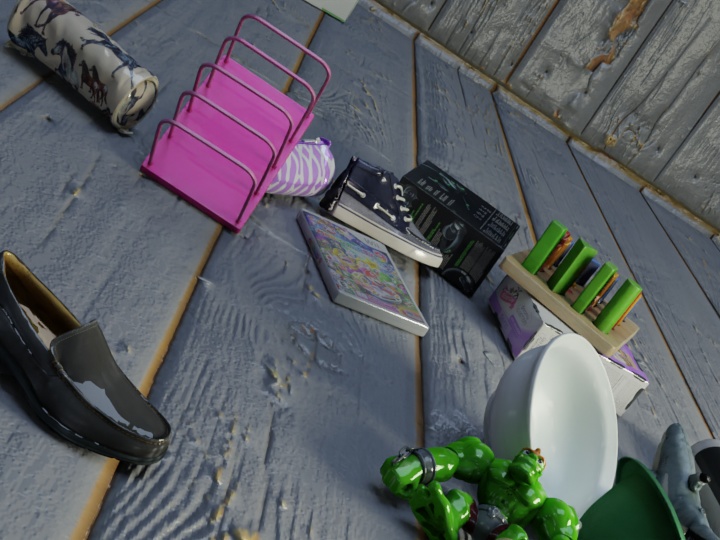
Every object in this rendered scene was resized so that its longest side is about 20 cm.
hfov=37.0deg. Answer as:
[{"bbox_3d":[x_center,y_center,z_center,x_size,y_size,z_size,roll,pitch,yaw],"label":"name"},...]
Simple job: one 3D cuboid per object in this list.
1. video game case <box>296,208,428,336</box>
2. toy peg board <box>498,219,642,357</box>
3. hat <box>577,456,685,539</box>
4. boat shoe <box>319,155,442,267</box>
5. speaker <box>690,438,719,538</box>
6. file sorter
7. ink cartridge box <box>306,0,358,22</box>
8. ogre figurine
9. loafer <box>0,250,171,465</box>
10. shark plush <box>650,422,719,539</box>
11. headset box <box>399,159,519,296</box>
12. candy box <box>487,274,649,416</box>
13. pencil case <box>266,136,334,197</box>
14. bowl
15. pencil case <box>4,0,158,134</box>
[{"bbox_3d":[0.000,0.000,1.384,0.142,0.018,0.201,23,23,-30],"label":"video game case"},{"bbox_3d":[0.330,0.010,1.559,0.200,0.098,0.199,41,20,15],"label":"toy peg board"},{"bbox_3d":[0.217,0.287,1.062,0.201,0.174,0.167,84,-13,-56],"label":"hat"},{"bbox_3d":[0.047,-0.084,1.517,0.198,0.094,0.075,27,4,-20],"label":"boat shoe"},{"bbox_3d":[0.474,0.304,1.365,0.081,0.082,0.201,29,21,-14],"label":"speaker"},{"bbox_3d":[-0.141,-0.180,1.268,0.138,0.126,0.201,32,59,-4],"label":"file sorter"},{"bbox_3d":[-0.102,-0.747,2.799,0.145,0.084,0.201,23,23,-30],"label":"ink cartridge box"},{"bbox_3d":[0.123,0.219,0.986,0.198,0.099,0.120,17,28,26],"label":"ogre figurine"},{"bbox_3d":[-0.219,0.067,0.806,0.199,0.073,0.073,36,19,1],"label":"loafer"},{"bbox_3d":[0.389,0.268,1.303,0.090,0.084,0.200,32,20,-6],"label":"shark plush"},{"bbox_3d":[0.129,-0.073,1.642,0.199,0.093,0.174,36,20,4],"label":"headset box"},{"bbox_3d":[0.297,0.100,1.553,0.199,0.072,0.168,28,21,-20],"label":"candy box"},{"bbox_3d":[-0.110,-0.145,1.436,0.084,0.086,0.199,36,20,25],"label":"pencil case"},{"bbox_3d":[0.192,0.169,1.143,0.090,0.204,0.200,-7,-8,37],"label":"bowl"},{"bbox_3d":[-0.341,-0.257,1.323,0.199,0.090,0.078,40,27,6],"label":"pencil case"}]
